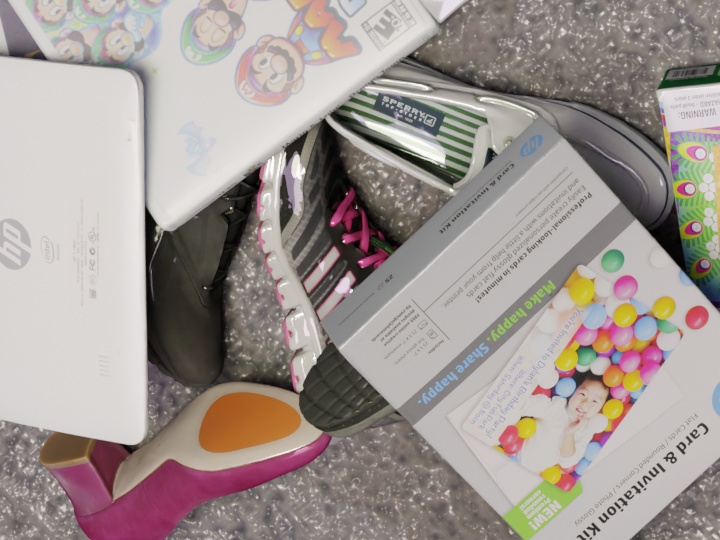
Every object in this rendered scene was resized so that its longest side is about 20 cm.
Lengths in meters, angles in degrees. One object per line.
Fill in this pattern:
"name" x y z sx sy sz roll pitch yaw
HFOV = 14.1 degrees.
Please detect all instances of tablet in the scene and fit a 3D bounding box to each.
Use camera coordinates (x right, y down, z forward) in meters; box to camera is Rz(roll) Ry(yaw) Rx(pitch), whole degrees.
"tablet" -0.166 -0.013 1.557 0.130 0.014 0.201 8 104 35

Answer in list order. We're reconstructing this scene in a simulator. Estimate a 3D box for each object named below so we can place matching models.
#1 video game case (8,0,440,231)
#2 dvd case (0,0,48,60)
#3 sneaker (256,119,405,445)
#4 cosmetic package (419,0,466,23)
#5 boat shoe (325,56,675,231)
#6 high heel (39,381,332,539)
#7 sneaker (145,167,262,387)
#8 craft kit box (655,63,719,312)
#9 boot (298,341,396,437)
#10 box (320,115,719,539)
"video game case" -0.085 -0.154 1.541 0.182 0.024 0.200 -36 80 8
"dvd case" -0.117 -0.150 1.568 0.199 0.016 0.150 -16 84 12
"sneaker" 0.000 0.000 1.598 0.087 0.074 0.201 -5 112 17
"cosmetic package" 0.002 -0.227 1.515 0.051 0.083 0.200 -40 95 21
"boat shoe" 0.070 -0.059 1.560 0.199 0.067 0.074 17 112 9
"high heel" -0.084 0.122 1.647 0.199 0.068 0.096 -14 129 30
"sneaker" -0.094 -0.031 1.613 0.090 0.076 0.201 -6 107 13
"craft kit box" 0.268 -0.018 1.532 0.199 0.049 0.199 -7 109 17
"boot" 0.078 0.054 1.557 0.200 0.068 0.131 -35 127 8
"box" 0.101 0.045 1.493 0.156 0.041 0.200 -42 117 3
